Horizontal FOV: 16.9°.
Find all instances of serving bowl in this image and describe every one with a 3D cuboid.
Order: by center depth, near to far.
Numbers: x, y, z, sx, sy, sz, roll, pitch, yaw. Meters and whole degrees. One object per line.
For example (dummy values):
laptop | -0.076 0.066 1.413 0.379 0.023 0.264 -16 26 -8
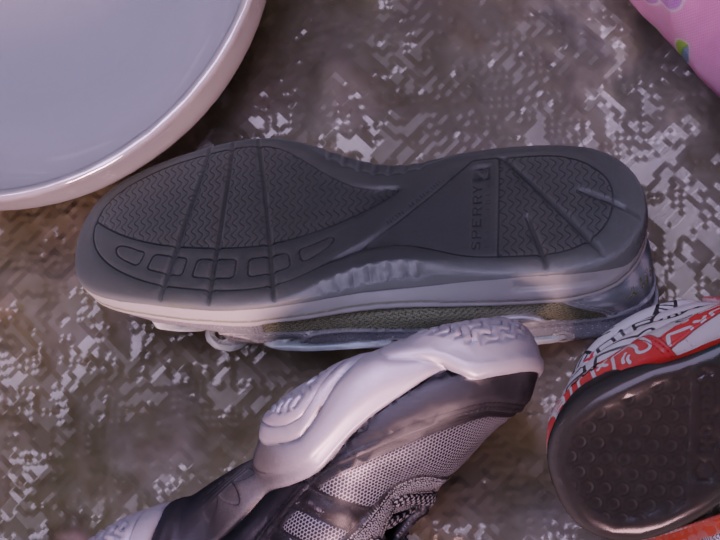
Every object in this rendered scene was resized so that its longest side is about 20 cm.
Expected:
serving bowl | -0.122 -0.112 0.899 0.200 0.066 0.200 -3 74 12

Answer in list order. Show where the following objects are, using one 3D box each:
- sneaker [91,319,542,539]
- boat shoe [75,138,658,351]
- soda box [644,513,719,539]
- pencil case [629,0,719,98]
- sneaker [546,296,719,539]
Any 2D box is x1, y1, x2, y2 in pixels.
sneaker | -0.007 0.106 0.791 0.200 0.075 0.114 -35 72 16
boat shoe | 0.001 -0.001 0.840 0.202 0.065 0.074 -4 52 12
soda box | 0.175 0.094 0.757 0.200 0.064 0.068 -20 73 15
pencil case | 0.133 -0.108 0.830 0.087 0.087 0.200 -42 69 -1
sneaker | 0.154 0.022 0.765 0.201 0.108 0.067 -22 95 8
